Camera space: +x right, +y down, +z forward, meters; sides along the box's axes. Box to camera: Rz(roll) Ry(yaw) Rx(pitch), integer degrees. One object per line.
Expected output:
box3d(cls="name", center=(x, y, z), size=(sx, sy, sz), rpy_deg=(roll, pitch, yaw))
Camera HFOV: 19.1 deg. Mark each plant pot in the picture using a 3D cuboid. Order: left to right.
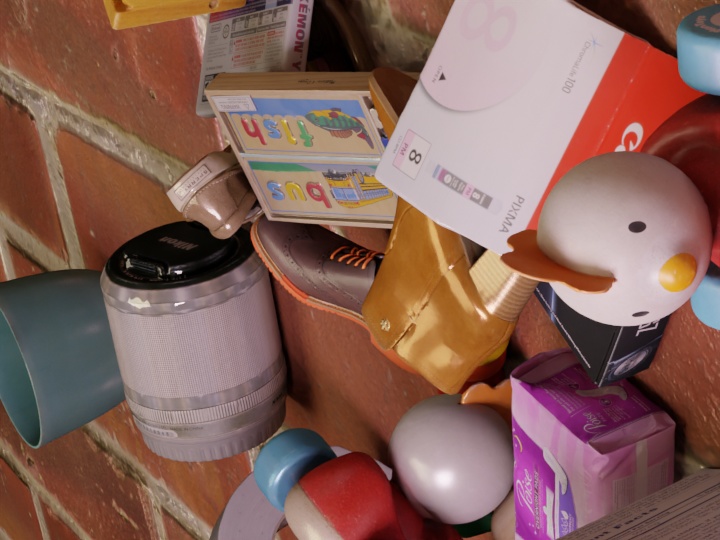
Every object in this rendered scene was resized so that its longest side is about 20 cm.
box3d(cls="plant pot", center=(-0.342, 0.089, 2.522), size=(0.201, 0.161, 0.201), rpy_deg=(50, 150, 42))

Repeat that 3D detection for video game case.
box3d(cls="video game case", center=(-0.082, -0.218, 1.733), size=(0.200, 0.023, 0.183), rpy_deg=(-176, 93, -67))

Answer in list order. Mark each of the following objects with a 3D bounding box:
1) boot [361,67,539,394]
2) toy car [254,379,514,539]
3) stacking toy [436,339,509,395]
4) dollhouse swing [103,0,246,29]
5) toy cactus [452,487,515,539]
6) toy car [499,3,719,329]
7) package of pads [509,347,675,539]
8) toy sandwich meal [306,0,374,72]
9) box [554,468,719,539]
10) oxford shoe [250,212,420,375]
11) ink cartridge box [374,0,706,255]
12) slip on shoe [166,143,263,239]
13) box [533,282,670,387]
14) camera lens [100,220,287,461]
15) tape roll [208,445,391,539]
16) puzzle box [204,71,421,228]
box3d(cls="boot", center=(0.036, -0.025, 1.471), size=(0.201, 0.071, 0.144), rpy_deg=(54, 127, 21))
box3d(cls="toy car", center=(0.060, 0.167, 1.596), size=(0.177, 0.200, 0.184), rpy_deg=(48, 180, -41))
box3d(cls="stacking toy", center=(0.080, 0.036, 1.593), size=(0.085, 0.085, 0.200), rpy_deg=(53, 156, 37))
box3d(cls="dollhouse swing", center=(-0.159, -0.331, 1.692), size=(0.176, 0.182, 0.200), rpy_deg=(44, 134, 34))
box3d(cls="toy cactus", center=(0.119, 0.225, 1.673), size=(0.200, 0.102, 0.165), rpy_deg=(57, 136, 36))
box3d(cls="toy car", center=(0.174, -0.018, 1.152), size=(0.177, 0.200, 0.185), rpy_deg=(39, 143, 53))
box3d(cls="package of pads", center=(0.162, 0.164, 1.505), size=(0.120, 0.076, 0.200), rpy_deg=(42, 145, 47))
box3d(cls="toy sandwich meal", center=(-0.046, -0.139, 1.744), size=(0.205, 0.070, 0.205), rpy_deg=(49, 150, 41))
box3d(cls="box", center=(0.202, 0.206, 1.303), size=(0.200, 0.184, 0.105), rpy_deg=(-5, 106, 68))
box3d(cls="oxford shoe", center=(0.000, 0.000, 1.712), size=(0.200, 0.071, 0.073), rpy_deg=(33, 142, 14))
box3d(cls="ink cartridge box", center=(0.110, -0.086, 1.318), size=(0.200, 0.057, 0.163), rpy_deg=(39, 107, 49))
box3d(cls="slip on shoe", center=(-0.104, -0.066, 1.754), size=(0.061, 0.076, 0.200), rpy_deg=(47, -173, -1))
box3d(cls="box", center=(0.141, -0.047, 1.417), size=(0.200, 0.043, 0.160), rpy_deg=(58, 156, 28))
box3d(cls="camera lens", center=(-0.158, 0.063, 2.063), size=(0.160, 0.160, 0.200), rpy_deg=(34, 139, 56))
box3d(cls="tape roll", center=(-0.034, 0.258, 1.881), size=(0.201, 0.200, 0.066), rpy_deg=(64, 158, 16))
box3d(cls="puzzle box", center=(-0.014, -0.090, 1.616), size=(0.200, 0.025, 0.133), rpy_deg=(4, 133, 39))
